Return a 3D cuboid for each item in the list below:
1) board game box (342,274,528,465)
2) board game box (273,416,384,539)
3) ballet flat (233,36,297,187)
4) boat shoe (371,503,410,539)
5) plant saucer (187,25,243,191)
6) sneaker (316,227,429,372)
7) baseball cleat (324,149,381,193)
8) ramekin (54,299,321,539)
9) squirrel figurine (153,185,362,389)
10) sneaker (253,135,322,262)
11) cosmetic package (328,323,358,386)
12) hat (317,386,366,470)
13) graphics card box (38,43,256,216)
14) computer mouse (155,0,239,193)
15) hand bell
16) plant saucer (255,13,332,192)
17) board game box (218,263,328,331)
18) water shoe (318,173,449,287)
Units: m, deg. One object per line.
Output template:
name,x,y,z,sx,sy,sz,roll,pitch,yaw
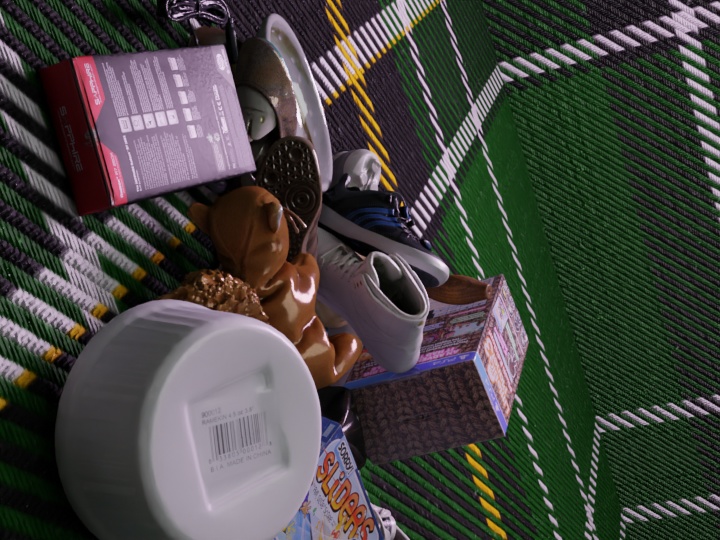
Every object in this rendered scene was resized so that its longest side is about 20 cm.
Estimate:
board game box,0.089,0.108,1.309,0.097,0.158,0.200,65,25,-19
board game box,-0.045,0.249,1.098,0.136,0.034,0.201,-52,143,-30
ballet flat,-0.098,-0.131,1.164,0.067,0.068,0.201,-48,142,-41
boat shoe,0.008,0.298,1.337,0.200,0.065,0.072,57,27,-47
plant saucer,-0.132,-0.176,1.294,0.200,0.032,0.202,-13,90,-73
sneaker,0.000,0.000,1.209,0.200,0.073,0.116,45,-30,21
baseball cleat,-0.045,-0.058,1.415,0.070,0.106,0.201,46,64,-40
ramekin,-0.122,0.124,0.894,0.199,0.097,0.203,0,90,-45
squirrel figurine,-0.101,0.027,1.049,0.200,0.140,0.188,-46,136,-54
sneaker,-0.075,-0.040,1.178,0.076,0.070,0.202,-90,-176,-74
cosmetic package,0.000,0.105,1.416,0.113,0.080,0.202,47,36,-52
hat,-0.038,0.168,1.175,0.200,0.080,0.203,-9,90,-72
graphics card box,-0.179,-0.128,1.021,0.200,0.051,0.127,-24,100,-55
computer mouse,-0.159,-0.180,1.174,0.140,0.046,0.202,-33,113,-67
hand bell,0.053,0.018,1.296,0.104,0.199,0.105,-5,96,-57
plant saucer,-0.086,-0.179,1.288,0.200,0.050,0.202,-15,90,-78
board game box,-0.091,0.037,1.265,0.127,0.034,0.201,-83,153,-44
water shoe,0.027,-0.051,1.264,0.079,0.199,0.072,-54,142,-10
